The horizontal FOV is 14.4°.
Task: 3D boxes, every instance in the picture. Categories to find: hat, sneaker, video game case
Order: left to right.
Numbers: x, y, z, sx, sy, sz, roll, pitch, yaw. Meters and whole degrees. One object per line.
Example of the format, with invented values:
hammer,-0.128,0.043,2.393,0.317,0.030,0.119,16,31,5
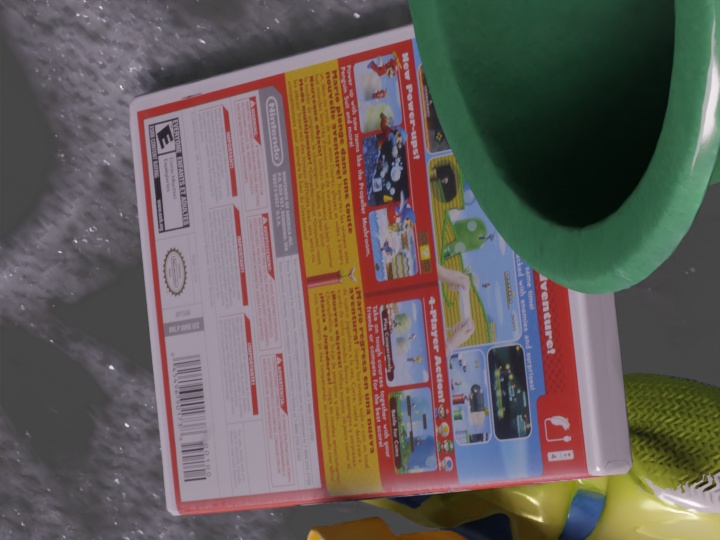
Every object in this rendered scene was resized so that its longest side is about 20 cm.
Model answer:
video game case,0.000,0.000,0.900,0.199,0.017,0.144,-10,84,47
sneaker,0.050,0.080,0.960,0.199,0.076,0.105,13,137,31
hat,0.127,-0.081,0.772,0.166,0.175,0.201,121,134,-56

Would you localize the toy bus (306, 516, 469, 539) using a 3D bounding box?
toy bus,0.086,0.161,0.881,0.136,0.191,0.201,87,162,-49
